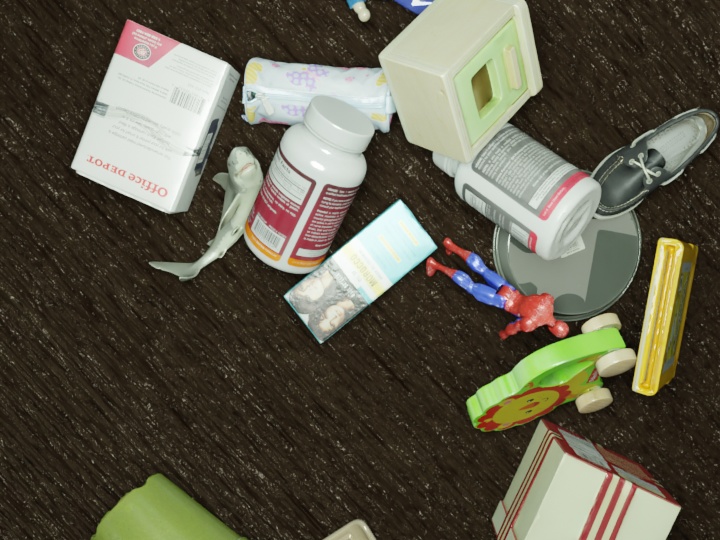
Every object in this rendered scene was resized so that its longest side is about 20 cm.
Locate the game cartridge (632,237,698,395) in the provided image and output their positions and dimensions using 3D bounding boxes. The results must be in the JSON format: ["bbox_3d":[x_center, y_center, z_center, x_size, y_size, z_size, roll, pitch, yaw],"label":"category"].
[{"bbox_3d":[0.378,0.053,1.012,0.032,0.199,0.180,11,95,29],"label":"game cartridge"}]

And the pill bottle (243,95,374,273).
[{"bbox_3d":[-0.061,-0.105,1.021,0.112,0.113,0.202,29,119,0],"label":"pill bottle"}]

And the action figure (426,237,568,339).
[{"bbox_3d":[0.182,0.043,1.062,0.199,0.100,0.065,32,69,32],"label":"action figure"}]

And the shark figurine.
[{"bbox_3d":[-0.184,-0.080,1.093,0.089,0.127,0.216,44,114,23],"label":"shark figurine"}]

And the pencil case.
[{"bbox_3d":[-0.052,-0.224,1.056,0.196,0.091,0.085,4,94,1],"label":"pencil case"}]

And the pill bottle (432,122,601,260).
[{"bbox_3d":[0.186,-0.112,1.020,0.199,0.110,0.111,40,96,25],"label":"pill bottle"}]

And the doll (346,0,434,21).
[{"bbox_3d":[0.029,-0.380,1.059,0.197,0.048,0.138,22,86,1],"label":"doll"}]

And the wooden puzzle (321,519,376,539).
[{"bbox_3d":[-0.029,0.463,1.140,0.198,0.037,0.187,-32,93,9],"label":"wooden puzzle"}]

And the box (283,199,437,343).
[{"bbox_3d":[0.000,0.000,1.092,0.199,0.049,0.083,-40,92,4],"label":"box"}]

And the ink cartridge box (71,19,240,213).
[{"bbox_3d":[-0.262,-0.193,1.068,0.143,0.084,0.203,23,94,0],"label":"ink cartridge box"}]

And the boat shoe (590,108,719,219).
[{"bbox_3d":[0.367,-0.136,1.040,0.198,0.060,0.075,-32,88,-10],"label":"boat shoe"}]

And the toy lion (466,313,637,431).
[{"bbox_3d":[0.226,0.143,1.031,0.188,0.201,0.070,-15,61,-7],"label":"toy lion"}]

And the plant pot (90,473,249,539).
[{"bbox_3d":[-0.246,0.376,1.076,0.190,0.200,0.201,42,95,10],"label":"plant pot"}]

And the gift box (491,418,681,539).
[{"bbox_3d":[0.266,0.321,1.037,0.182,0.200,0.189,24,96,5],"label":"gift box"}]

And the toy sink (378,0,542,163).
[{"bbox_3d":[0.138,-0.250,0.979,0.111,0.131,0.200,27,64,39],"label":"toy sink"}]

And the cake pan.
[{"bbox_3d":[0.274,-0.032,1.085,0.196,0.037,0.204,0,94,3],"label":"cake pan"}]
